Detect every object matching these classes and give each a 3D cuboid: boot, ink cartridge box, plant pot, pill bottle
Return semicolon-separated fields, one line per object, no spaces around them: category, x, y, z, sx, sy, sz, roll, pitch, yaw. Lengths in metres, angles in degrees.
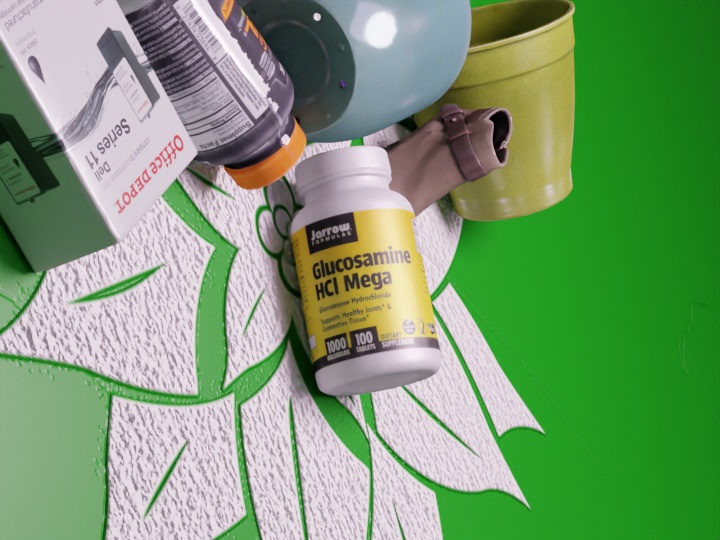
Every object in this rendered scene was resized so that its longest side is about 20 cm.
boot;0.067;-0.089;1.586;0.071;0.145;0.201;57;33;-30
ink cartridge box;-0.215;-0.123;1.167;0.201;0.082;0.147;62;31;-21
plant pot;0.142;-0.162;1.740;0.200;0.198;0.195;-45;126;-59
pill bottle;-0.122;-0.157;1.328;0.201;0.105;0.107;54;34;-33
plant pot;-0.026;-0.202;1.439;0.161;0.199;0.202;-42;111;-54
pill bottle;0.000;0.000;1.454;0.112;0.112;0.202;9;66;-59

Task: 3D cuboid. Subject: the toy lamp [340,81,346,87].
toy lamp;-0.007;-0.259;1.643;0.058;0.058;0.202;21;55;-56
